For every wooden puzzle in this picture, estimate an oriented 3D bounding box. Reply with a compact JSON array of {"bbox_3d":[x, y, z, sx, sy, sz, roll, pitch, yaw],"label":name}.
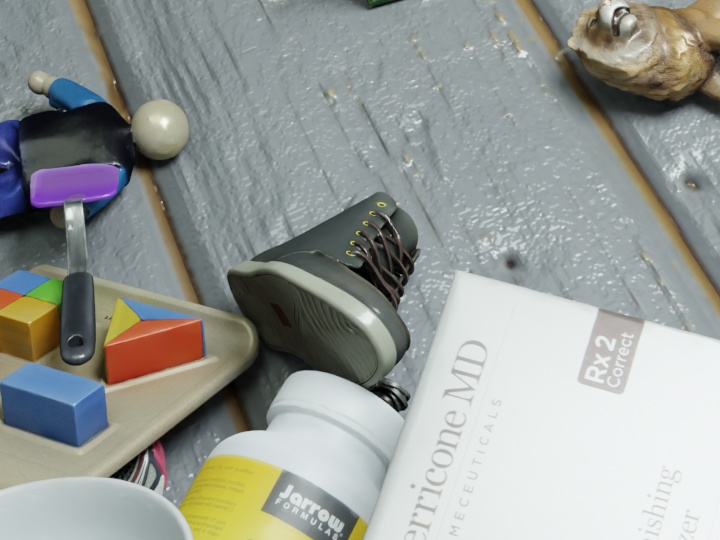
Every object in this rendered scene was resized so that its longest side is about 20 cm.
[{"bbox_3d":[-0.183,0.056,0.982,0.184,0.047,0.200,14,34,27],"label":"wooden puzzle"}]

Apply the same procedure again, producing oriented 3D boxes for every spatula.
[{"bbox_3d":[-0.168,-0.010,1.014,0.056,0.021,0.201,-8,41,-5],"label":"spatula"}]

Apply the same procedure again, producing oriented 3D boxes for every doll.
[{"bbox_3d":[-0.210,-0.077,1.133,0.198,0.049,0.137,-14,53,4],"label":"doll"}]

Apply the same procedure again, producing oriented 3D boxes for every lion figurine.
[{"bbox_3d":[0.236,-0.162,1.081,0.199,0.073,0.122,-29,41,-26],"label":"lion figurine"}]

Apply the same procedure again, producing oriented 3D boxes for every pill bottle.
[{"bbox_3d":[-0.049,0.155,0.880,0.111,0.112,0.201,16,60,24],"label":"pill bottle"}]

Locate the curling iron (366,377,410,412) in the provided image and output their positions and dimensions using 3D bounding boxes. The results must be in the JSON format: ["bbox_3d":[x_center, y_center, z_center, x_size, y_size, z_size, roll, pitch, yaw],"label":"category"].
[{"bbox_3d":[0.060,0.106,0.933,0.199,0.050,0.026,32,70,24],"label":"curling iron"}]

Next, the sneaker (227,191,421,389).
[{"bbox_3d":[0.000,0.000,0.961,0.106,0.075,0.200,-33,19,-15],"label":"sneaker"}]

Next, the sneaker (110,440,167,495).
[{"bbox_3d":[-0.203,0.137,0.957,0.198,0.075,0.081,-21,51,-3],"label":"sneaker"}]

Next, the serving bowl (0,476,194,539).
[{"bbox_3d":[-0.161,0.180,0.777,0.198,0.066,0.201,-13,27,7],"label":"serving bowl"}]

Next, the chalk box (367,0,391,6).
[{"bbox_3d":[0.079,-0.287,1.169,0.198,0.125,0.125,-16,51,4],"label":"chalk box"}]

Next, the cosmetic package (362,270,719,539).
[{"bbox_3d":[0.114,0.130,0.801,0.198,0.165,0.166,15,62,12],"label":"cosmetic package"}]
